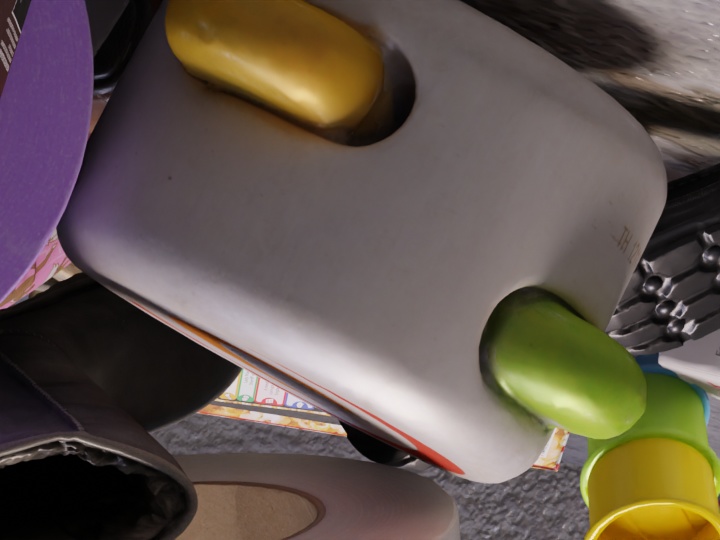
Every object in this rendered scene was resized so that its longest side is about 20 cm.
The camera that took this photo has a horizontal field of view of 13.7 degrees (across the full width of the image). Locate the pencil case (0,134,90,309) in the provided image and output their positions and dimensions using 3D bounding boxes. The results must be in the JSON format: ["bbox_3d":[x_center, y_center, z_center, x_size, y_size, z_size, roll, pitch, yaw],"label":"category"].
[{"bbox_3d":[-0.151,-0.025,1.287,0.082,0.087,0.200,-4,-159,33],"label":"pencil case"}]

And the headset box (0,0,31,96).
[{"bbox_3d":[-0.177,-0.066,0.853,0.148,0.201,0.077,18,175,0],"label":"headset box"}]

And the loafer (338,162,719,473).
[{"bbox_3d":[0.076,0.002,1.100,0.200,0.071,0.068,-27,141,9],"label":"loafer"}]

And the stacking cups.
[{"bbox_3d":[0.111,0.046,1.229,0.060,0.061,0.200,19,-144,-18],"label":"stacking cups"}]

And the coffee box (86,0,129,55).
[{"bbox_3d":[-0.186,-0.040,1.061,0.080,0.200,0.114,40,164,-30],"label":"coffee box"}]

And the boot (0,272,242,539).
[{"bbox_3d":[-0.095,0.050,1.042,0.181,0.073,0.200,-16,-171,-20],"label":"boot"}]

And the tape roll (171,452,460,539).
[{"bbox_3d":[-0.064,0.104,1.036,0.202,0.037,0.203,-4,-169,1],"label":"tape roll"}]

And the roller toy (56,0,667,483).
[{"bbox_3d":[0.002,-0.028,0.996,0.199,0.140,0.182,29,174,-18],"label":"roller toy"}]

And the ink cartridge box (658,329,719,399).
[{"bbox_3d":[0.237,0.033,1.161,0.199,0.085,0.145,14,173,30],"label":"ink cartridge box"}]

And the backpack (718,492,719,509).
[{"bbox_3d":[0.239,0.117,1.331,0.150,0.178,0.200,36,-159,1],"label":"backpack"}]

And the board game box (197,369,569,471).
[{"bbox_3d":[0.000,0.000,1.179,0.199,0.046,0.152,10,133,-7],"label":"board game box"}]

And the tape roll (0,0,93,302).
[{"bbox_3d":[-0.185,-0.060,0.933,0.199,0.201,0.066,18,175,-10],"label":"tape roll"}]

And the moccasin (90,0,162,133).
[{"bbox_3d":[-0.144,-0.089,1.229,0.201,0.074,0.078,2,159,32],"label":"moccasin"}]

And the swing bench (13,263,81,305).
[{"bbox_3d":[-0.174,-0.022,1.510,0.199,0.130,0.199,11,178,-37],"label":"swing bench"}]
